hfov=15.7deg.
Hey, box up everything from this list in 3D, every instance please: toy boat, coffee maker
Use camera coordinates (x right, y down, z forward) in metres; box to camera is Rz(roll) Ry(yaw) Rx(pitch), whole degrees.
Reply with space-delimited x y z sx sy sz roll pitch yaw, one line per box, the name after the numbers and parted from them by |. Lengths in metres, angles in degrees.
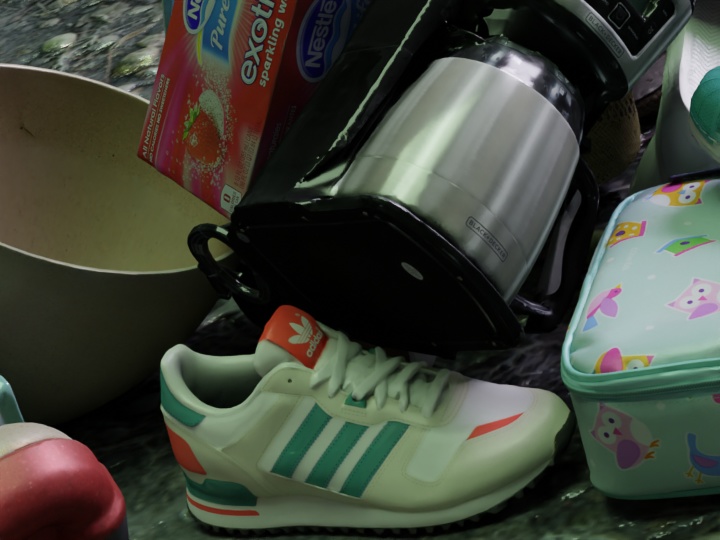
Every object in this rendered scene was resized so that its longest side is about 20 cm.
-0.166 0.165 1.078 0.200 0.131 0.131 -32 55 -25 | toy boat
0.033 -0.076 1.202 0.192 0.135 0.200 16 62 33 | coffee maker

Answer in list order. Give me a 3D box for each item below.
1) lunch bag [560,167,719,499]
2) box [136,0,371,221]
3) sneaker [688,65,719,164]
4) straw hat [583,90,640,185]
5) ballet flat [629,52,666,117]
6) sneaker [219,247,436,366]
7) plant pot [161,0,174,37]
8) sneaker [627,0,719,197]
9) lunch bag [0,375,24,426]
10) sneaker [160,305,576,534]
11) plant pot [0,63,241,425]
0.180 0.017 1.143 0.160 0.077 0.200 -10 26 23 | lunch bag
-0.028 -0.128 1.291 0.095 0.201 0.100 2 21 -40 | box
0.227 -0.069 1.116 0.200 0.080 0.071 23 35 39 | sneaker
0.103 -0.080 1.384 0.201 0.085 0.201 -18 -2 -1 | straw hat
0.180 -0.120 1.489 0.200 0.046 0.067 -31 47 -10 | ballet flat
0.000 0.000 1.325 0.085 0.073 0.200 -31 24 -17 | sneaker
-0.013 -0.186 1.610 0.187 0.201 0.200 0 27 7 | plant pot
0.173 -0.092 1.315 0.073 0.116 0.200 18 44 2 | sneaker
-0.265 0.107 1.250 0.170 0.122 0.200 -33 33 -26 | lunch bag
-0.005 0.062 1.171 0.199 0.094 0.070 -6 27 29 | sneaker
-0.168 0.000 1.346 0.200 0.135 0.200 16 29 -9 | plant pot
